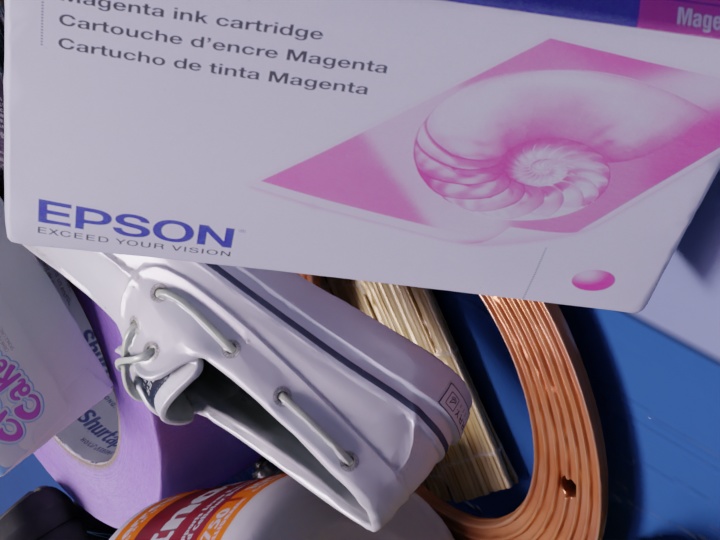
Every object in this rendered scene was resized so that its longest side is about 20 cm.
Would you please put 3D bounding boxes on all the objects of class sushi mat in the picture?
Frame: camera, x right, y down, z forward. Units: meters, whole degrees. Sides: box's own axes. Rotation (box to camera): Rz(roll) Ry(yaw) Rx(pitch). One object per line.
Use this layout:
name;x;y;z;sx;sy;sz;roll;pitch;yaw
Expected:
sushi mat;0.000;0.000;0.875;0.095;0.012;0.201;-14;102;60

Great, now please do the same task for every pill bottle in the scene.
pill bottle;-0.048;0.144;0.902;0.200;0.112;0.114;-20;95;60

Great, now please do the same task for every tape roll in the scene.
tape roll;-0.122;0.016;1.011;0.200;0.065;0.201;40;145;36

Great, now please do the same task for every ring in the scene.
ring;0.027;0.032;0.825;0.200;0.019;0.202;40;145;36

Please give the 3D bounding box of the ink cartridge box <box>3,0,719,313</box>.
ink cartridge box;0.005;-0.060;0.577;0.200;0.194;0.044;105;171;-61

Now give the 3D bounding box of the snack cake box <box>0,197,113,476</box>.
snack cake box;-0.205;0.001;0.973;0.199;0.067;0.116;24;146;51

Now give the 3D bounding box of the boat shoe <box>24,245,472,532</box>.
boat shoe;-0.058;0.023;0.799;0.199;0.067;0.074;27;157;19

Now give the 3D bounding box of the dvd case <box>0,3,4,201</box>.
dvd case;-0.177;-0.101;0.901;0.148;0.016;0.201;20;134;53

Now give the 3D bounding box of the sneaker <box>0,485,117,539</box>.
sneaker;-0.134;0.153;1.115;0.079;0.075;0.200;47;-167;10

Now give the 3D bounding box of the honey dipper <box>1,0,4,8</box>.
honey dipper;-0.157;-0.146;1.077;0.200;0.038;0.038;6;120;63

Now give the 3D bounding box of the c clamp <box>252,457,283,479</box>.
c clamp;-0.068;0.047;1.061;0.201;0.027;0.171;54;155;2

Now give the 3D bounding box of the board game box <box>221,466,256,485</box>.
board game box;-0.101;0.103;1.220;0.200;0.034;0.136;50;155;34
